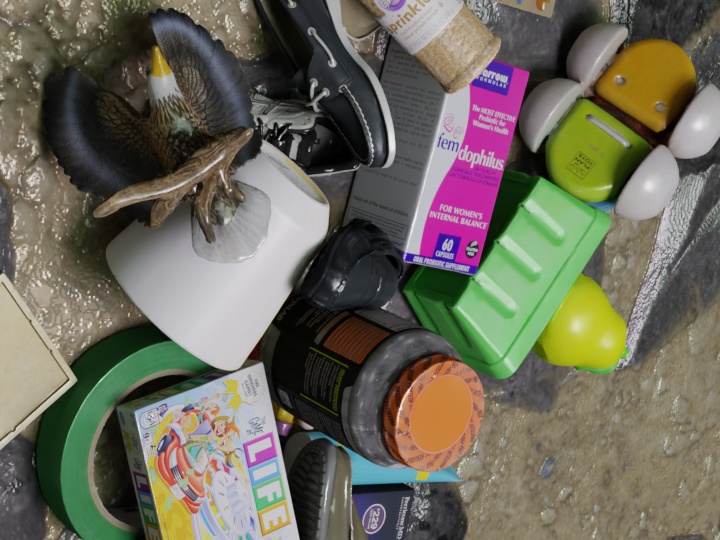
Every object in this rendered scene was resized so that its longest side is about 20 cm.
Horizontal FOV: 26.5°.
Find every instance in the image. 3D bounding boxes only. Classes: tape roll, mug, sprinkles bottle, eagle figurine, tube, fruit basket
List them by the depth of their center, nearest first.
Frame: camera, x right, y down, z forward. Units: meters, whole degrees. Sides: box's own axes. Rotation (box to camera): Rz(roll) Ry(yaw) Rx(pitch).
[{"bbox_3d":[-0.146,-0.109,1.171,0.150,0.200,0.152,12,107,-28],"label":"eagle figurine"},{"bbox_3d":[-0.105,-0.030,1.275,0.149,0.187,0.153,41,101,-9],"label":"mug"},{"bbox_3d":[0.032,-0.244,1.315,0.200,0.068,0.068,44,74,-13],"label":"sprinkles bottle"},{"bbox_3d":[-0.186,0.151,1.346,0.199,0.048,0.203,-15,114,-36],"label":"tape roll"},{"bbox_3d":[0.013,0.184,1.503,0.199,0.078,0.051,5,132,-45],"label":"tube"},{"bbox_3d":[0.173,0.023,1.537,0.214,0.155,0.218,-8,105,-32],"label":"fruit basket"}]

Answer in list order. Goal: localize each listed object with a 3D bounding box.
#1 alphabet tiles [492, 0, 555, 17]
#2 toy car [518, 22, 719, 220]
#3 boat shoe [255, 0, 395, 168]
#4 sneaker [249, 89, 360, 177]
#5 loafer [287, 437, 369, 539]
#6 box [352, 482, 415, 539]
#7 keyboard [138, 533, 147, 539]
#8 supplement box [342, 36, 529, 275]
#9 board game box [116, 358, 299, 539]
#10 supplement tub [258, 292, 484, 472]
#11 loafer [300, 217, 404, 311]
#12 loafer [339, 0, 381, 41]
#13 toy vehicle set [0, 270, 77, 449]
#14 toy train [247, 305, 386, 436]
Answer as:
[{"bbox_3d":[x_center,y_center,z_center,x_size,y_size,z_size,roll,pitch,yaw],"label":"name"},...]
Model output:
[{"bbox_3d":[0.163,-0.345,1.509,0.199,0.006,0.168,6,100,-41],"label":"alphabet tiles"},{"bbox_3d":[0.266,-0.140,1.583,0.200,0.174,0.150,-49,166,-17],"label":"toy car"},{"bbox_3d":[-0.033,-0.172,1.310,0.060,0.076,0.201,-19,72,-26],"label":"boat shoe"},{"bbox_3d":[-0.081,-0.121,1.320,0.198,0.087,0.077,-2,107,-39],"label":"sneaker"},{"bbox_3d":[-0.026,0.248,1.403,0.069,0.075,0.203,-5,106,-30],"label":"loafer"},{"bbox_3d":[-0.037,0.301,1.506,0.140,0.078,0.202,2,103,-43],"label":"box"},{"bbox_3d":[-0.128,0.299,1.370,0.104,0.040,0.200,-47,122,-11],"label":"keyboard"},{"bbox_3d":[0.069,-0.109,1.443,0.100,0.103,0.202,9,97,-40],"label":"supplement box"},{"bbox_3d":[-0.127,0.193,1.329,0.134,0.034,0.202,-20,104,-35],"label":"board game box"},{"bbox_3d":[0.009,0.095,1.326,0.121,0.199,0.124,-12,112,-33],"label":"supplement tub"},{"bbox_3d":[0.000,0.000,1.298,0.068,0.070,0.201,-56,176,14],"label":"loafer"},{"bbox_3d":[0.036,-0.281,1.379,0.200,0.068,0.076,-50,130,-16],"label":"loafer"},{"bbox_3d":[-0.334,0.106,1.219,0.200,0.026,0.125,-42,127,-22],"label":"toy vehicle set"},{"bbox_3d":[-0.032,0.080,1.449,0.198,0.055,0.152,-15,114,-36],"label":"toy train"}]
